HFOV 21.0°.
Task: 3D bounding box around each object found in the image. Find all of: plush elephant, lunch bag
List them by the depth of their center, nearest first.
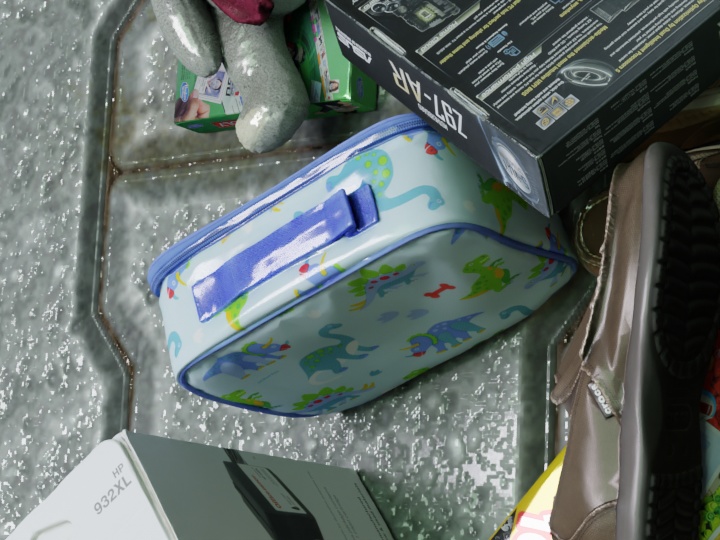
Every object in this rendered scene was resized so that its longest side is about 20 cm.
[{"bbox_3d":[0.000,0.000,1.008,0.199,0.160,0.083,-31,64,28],"label":"lunch bag"},{"bbox_3d":[-0.086,-0.197,1.075,0.165,0.154,0.201,-46,57,23],"label":"plush elephant"}]

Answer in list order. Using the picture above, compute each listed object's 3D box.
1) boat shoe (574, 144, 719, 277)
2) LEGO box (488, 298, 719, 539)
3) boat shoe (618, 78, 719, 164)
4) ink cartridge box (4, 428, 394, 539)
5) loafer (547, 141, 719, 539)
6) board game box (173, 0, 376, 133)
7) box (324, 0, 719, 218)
[{"bbox_3d":[0.184,-0.033,0.935,0.201,0.075,0.076,-10,74,34],"label":"boat shoe"},{"bbox_3d":[0.160,0.134,0.915,0.201,0.077,0.149,-53,55,15],"label":"LEGO box"},{"bbox_3d":[0.180,-0.104,0.954,0.199,0.073,0.070,-11,77,33],"label":"boat shoe"},{"bbox_3d":[-0.089,0.169,1.011,0.145,0.199,0.084,-44,58,20],"label":"ink cartridge box"},{"bbox_3d":[0.114,0.041,0.873,0.070,0.073,0.202,2,81,36],"label":"loafer"},{"bbox_3d":[-0.047,-0.189,1.164,0.134,0.029,0.202,-4,78,35],"label":"board game box"},{"bbox_3d":[0.107,-0.138,0.926,0.200,0.044,0.160,-39,53,-14],"label":"box"}]
